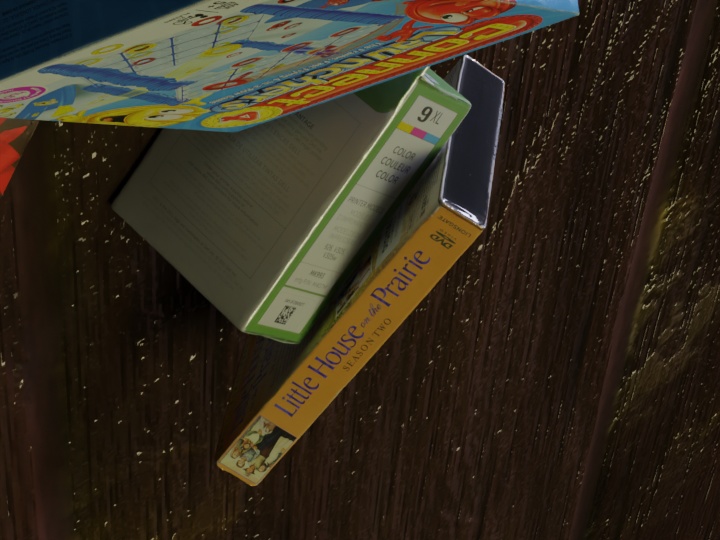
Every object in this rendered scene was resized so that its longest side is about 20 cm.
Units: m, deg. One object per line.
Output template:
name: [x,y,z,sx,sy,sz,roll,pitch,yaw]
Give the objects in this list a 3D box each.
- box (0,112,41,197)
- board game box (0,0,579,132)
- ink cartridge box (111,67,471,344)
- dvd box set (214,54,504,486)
box: [-0.235,-0.023,0.875,0.200,0.039,0.137,-1,128,-53]
board game box: [-0.046,-0.111,0.888,0.200,0.056,0.196,-16,171,36]
ink cartridge box: [-0.020,-0.076,1.037,0.200,0.104,0.059,-55,151,12]
dvd box set: [0.000,0.000,1.103,0.200,0.029,0.146,-50,-165,30]
